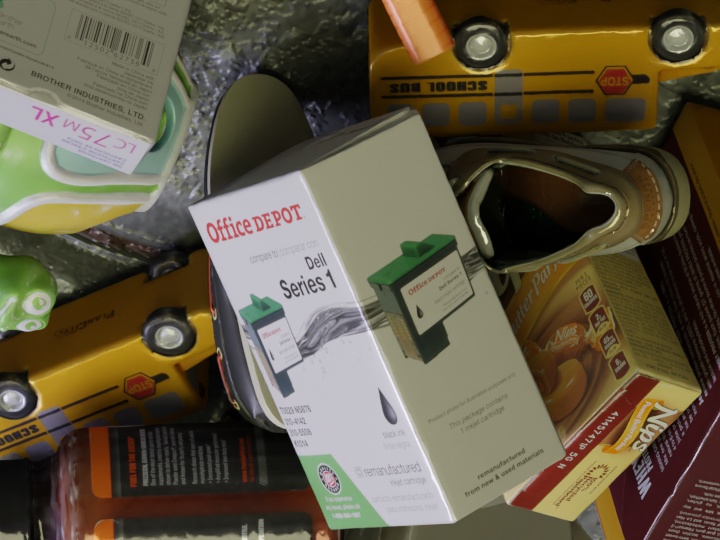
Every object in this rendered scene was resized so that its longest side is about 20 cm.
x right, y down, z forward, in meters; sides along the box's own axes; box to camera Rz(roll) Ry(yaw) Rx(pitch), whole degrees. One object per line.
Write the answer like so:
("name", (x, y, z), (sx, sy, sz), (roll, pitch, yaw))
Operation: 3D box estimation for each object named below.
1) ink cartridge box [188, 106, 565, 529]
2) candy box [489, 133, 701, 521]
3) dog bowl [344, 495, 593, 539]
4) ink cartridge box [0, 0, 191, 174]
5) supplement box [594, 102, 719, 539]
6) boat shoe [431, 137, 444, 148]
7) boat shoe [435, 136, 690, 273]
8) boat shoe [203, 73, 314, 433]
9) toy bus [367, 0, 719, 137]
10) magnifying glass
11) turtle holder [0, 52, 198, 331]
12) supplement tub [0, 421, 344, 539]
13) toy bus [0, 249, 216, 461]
("ink cartridge box", (0.006, 0.029, 1.340), (0.084, 0.146, 0.201), (-28, 96, -28))
("candy box", (0.104, 0.025, 1.409), (0.055, 0.201, 0.116), (18, 127, -37))
("dog bowl", (0.066, 0.171, 1.537), (0.058, 0.201, 0.200), (0, 139, 48))
("ink cartridge box", (-0.145, -0.157, 1.290), (0.119, 0.201, 0.042), (21, 148, -16))
("supplement box", (0.222, 0.052, 1.428), (0.132, 0.198, 0.201), (12, 126, -19))
("boat shoe", (0.000, 0.000, 1.479), (0.057, 0.067, 0.200), (16, 123, -39))
("boat shoe", (0.073, -0.035, 1.348), (0.199, 0.068, 0.075), (-8, 93, 35))
("boat shoe", (-0.057, -0.008, 1.427), (0.073, 0.063, 0.203), (-8, 89, -26))
("toy bus", (0.103, -0.120, 1.388), (0.199, 0.065, 0.079), (-2, 126, 1))
("magnifying glass", (-0.005, -0.202, 1.315), (0.079, 0.022, 0.201), (-24, 105, 14))
("turtle holder", (-0.165, -0.074, 1.349), (0.131, 0.186, 0.141), (23, 147, -18))
("supplement tub", (-0.112, 0.141, 1.460), (0.199, 0.107, 0.107), (-1, 127, -8))
("toy bus", (-0.161, 0.061, 1.508), (0.199, 0.065, 0.078), (-22, 124, 15))
